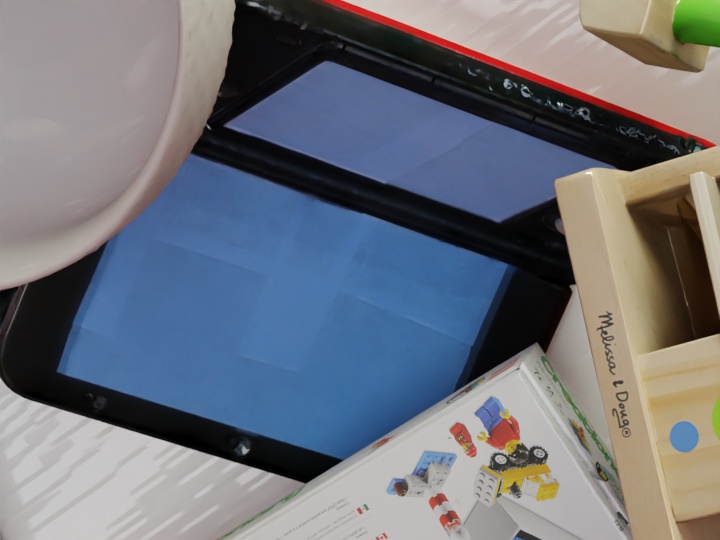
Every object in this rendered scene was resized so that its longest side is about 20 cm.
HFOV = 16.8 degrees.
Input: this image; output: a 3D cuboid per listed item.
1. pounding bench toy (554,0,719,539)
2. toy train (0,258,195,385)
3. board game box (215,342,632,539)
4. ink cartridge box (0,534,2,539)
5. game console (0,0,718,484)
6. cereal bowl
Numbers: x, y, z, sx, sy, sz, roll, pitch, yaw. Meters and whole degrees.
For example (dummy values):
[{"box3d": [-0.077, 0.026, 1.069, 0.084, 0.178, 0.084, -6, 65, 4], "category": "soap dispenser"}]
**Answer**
[{"box3d": [0.157, -0.021, 0.721, 0.156, 0.124, 0.200, -18, 79, 29], "category": "pounding bench toy"}, {"box3d": [-0.095, -0.053, 0.903, 0.114, 0.085, 0.200, 22, 95, -9], "category": "toy train"}, {"box3d": [0.015, 0.131, 0.883, 0.200, 0.035, 0.126, -32, 92, 20], "category": "board game box"}, {"box3d": [-0.218, 0.047, 0.936, 0.109, 0.050, 0.200, -18, 94, 7], "category": "ink cartridge box"}, {"box3d": [0.000, 0.000, 0.845, 0.200, 0.172, 0.119, 18, 71, -22], "category": "game console"}, {"box3d": [-0.125, -0.098, 0.758, 0.200, 0.083, 0.200, 9, 116, 20], "category": "cereal bowl"}]
